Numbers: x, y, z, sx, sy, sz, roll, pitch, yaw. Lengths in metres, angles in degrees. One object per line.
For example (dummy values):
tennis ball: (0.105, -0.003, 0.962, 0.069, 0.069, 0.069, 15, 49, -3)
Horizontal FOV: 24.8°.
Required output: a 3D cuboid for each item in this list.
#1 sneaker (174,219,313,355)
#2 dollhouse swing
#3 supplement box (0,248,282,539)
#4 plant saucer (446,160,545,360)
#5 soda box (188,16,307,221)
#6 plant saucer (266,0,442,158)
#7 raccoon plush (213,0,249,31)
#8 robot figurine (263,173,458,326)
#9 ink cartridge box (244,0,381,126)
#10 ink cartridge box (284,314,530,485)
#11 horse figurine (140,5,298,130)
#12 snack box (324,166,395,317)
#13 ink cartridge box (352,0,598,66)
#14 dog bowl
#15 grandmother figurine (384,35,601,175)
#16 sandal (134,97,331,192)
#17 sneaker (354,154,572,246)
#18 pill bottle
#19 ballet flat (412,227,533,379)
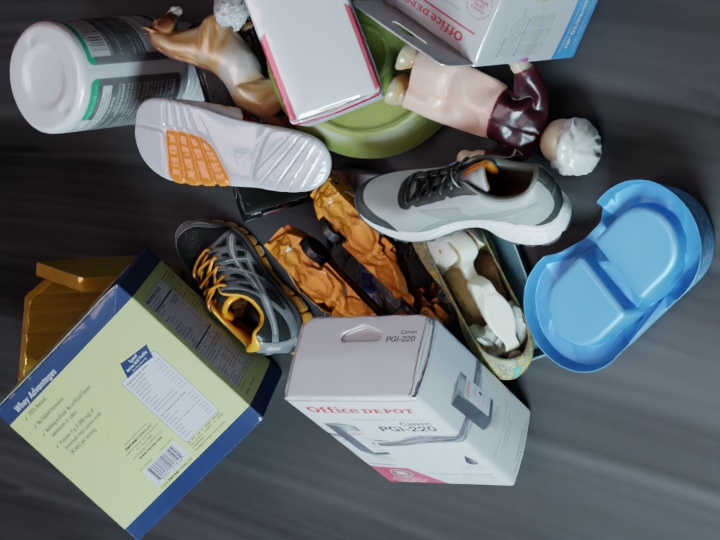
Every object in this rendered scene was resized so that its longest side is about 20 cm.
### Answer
sneaker: (-0.134, 0.016, 1.717, 0.200, 0.077, 0.078, 42, 124, 27)
dollhouse swing: (-0.250, 0.107, 1.781, 0.176, 0.181, 0.201, 29, 117, 49)
supplement box: (-0.226, 0.126, 1.696, 0.200, 0.134, 0.200, 44, 106, -7)
plant saucer: (0.125, -0.009, 1.539, 0.070, 0.019, 0.201, -24, 84, 40)
soda box: (-0.116, -0.155, 1.659, 0.063, 0.070, 0.201, 139, 114, -82)
plant saucer: (0.003, -0.204, 1.538, 0.199, 0.031, 0.201, 2, 99, 14)
raccoon plush: (-0.053, -0.319, 1.544, 0.134, 0.097, 0.201, -16, 58, 45)
robot figurine: (0.012, 0.009, 1.580, 0.200, 0.058, 0.145, 45, 111, 5)
ink cartridge box: (-0.041, -0.205, 1.422, 0.085, 0.200, 0.148, -21, 93, 2)
ink cartridge box: (0.046, 0.121, 1.498, 0.145, 0.200, 0.085, -3, 58, 33)
horse figurine: (-0.103, -0.208, 1.608, 0.132, 0.050, 0.200, -42, 90, -8)
snack box: (0.000, 0.000, 1.637, 0.072, 0.024, 0.201, 10, 105, 34)
ink cartridge box: (0.101, -0.232, 1.394, 0.115, 0.200, 0.068, 38, 120, 27)
dog bowl: (0.229, 0.003, 1.435, 0.112, 0.049, 0.200, 54, 126, 18)
grandmother figurine: (0.124, -0.144, 1.463, 0.199, 0.061, 0.122, 28, 130, 14)
sandal: (-0.120, -0.118, 1.592, 0.206, 0.059, 0.080, 14, 108, 15)
sneaker: (0.087, -0.072, 1.460, 0.199, 0.079, 0.074, 1, 55, 23)
pill bottle: (-0.251, -0.205, 1.687, 0.113, 0.200, 0.114, 8, 104, 38)
ballet flat: (0.103, 0.005, 1.501, 0.071, 0.071, 0.201, -32, 81, 39)
